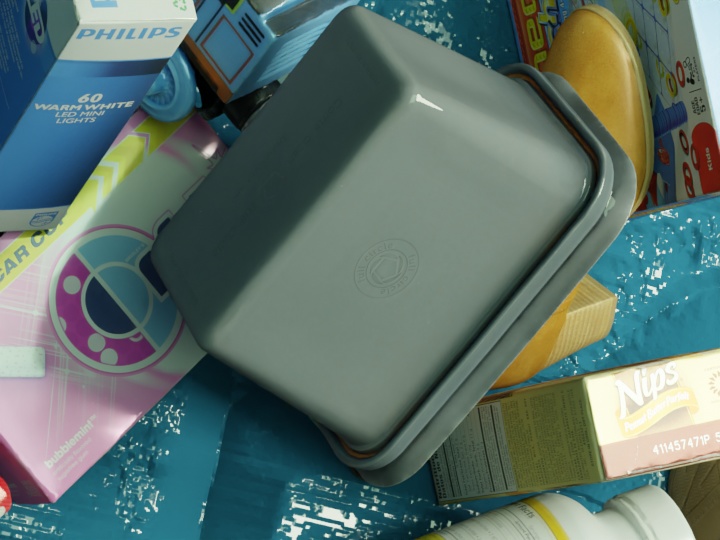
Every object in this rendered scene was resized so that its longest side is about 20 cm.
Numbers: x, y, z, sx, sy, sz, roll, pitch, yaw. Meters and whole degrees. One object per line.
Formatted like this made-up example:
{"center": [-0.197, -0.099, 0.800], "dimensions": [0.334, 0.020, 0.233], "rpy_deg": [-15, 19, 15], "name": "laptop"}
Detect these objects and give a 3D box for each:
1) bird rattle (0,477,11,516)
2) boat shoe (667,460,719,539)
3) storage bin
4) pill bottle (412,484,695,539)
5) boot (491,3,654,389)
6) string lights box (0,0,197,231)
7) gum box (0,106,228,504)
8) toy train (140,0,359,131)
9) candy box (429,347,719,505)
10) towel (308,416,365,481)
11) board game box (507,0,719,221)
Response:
{"center": [-0.251, 0.162, 1.342], "dimensions": [0.199, 0.112, 0.164], "rpy_deg": [-29, 117, -23], "name": "bird rattle"}
{"center": [0.213, 0.176, 1.505], "dimensions": [0.064, 0.072, 0.201], "rpy_deg": [14, 47, -24], "name": "boat shoe"}
{"center": [0.002, -0.027, 1.311], "dimensions": [0.134, 0.146, 0.200], "rpy_deg": [29, 109, -40], "name": "storage bin"}
{"center": [0.073, 0.180, 1.444], "dimensions": [0.199, 0.112, 0.113], "rpy_deg": [-18, 92, -16], "name": "pill bottle"}
{"center": [0.072, -0.026, 1.428], "dimensions": [0.143, 0.071, 0.203], "rpy_deg": [-17, 123, -34], "name": "boot"}
{"center": [-0.144, -0.107, 1.288], "dimensions": [0.059, 0.200, 0.103], "rpy_deg": [-3, 66, -27], "name": "string lights box"}
{"center": [-0.129, 0.008, 1.413], "dimensions": [0.200, 0.066, 0.114], "rpy_deg": [-44, 103, -21], "name": "gum box"}
{"center": [-0.092, -0.163, 1.374], "dimensions": [0.086, 0.114, 0.200], "rpy_deg": [-28, 78, -43], "name": "toy train"}
{"center": [0.123, 0.079, 1.438], "dimensions": [0.115, 0.200, 0.056], "rpy_deg": [-9, 85, -23], "name": "candy box"}
{"center": [0.000, 0.000, 1.440], "dimensions": [0.147, 0.022, 0.200], "rpy_deg": [-54, 136, -18], "name": "towel"}
{"center": [0.147, -0.131, 1.473], "dimensions": [0.056, 0.196, 0.202], "rpy_deg": [-12, 88, -23], "name": "board game box"}
